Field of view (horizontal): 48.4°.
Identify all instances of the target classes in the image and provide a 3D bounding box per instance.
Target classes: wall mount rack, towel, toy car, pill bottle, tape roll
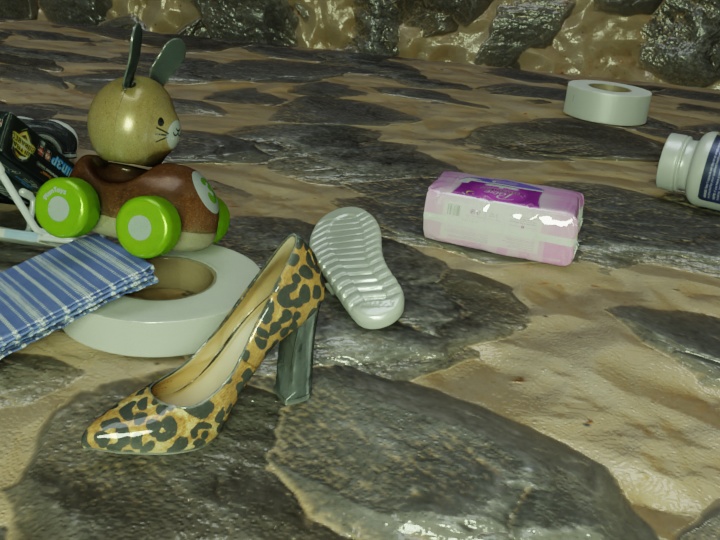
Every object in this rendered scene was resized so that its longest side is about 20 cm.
[{"bbox_3d":[-0.366,-0.069,0.839,0.197,0.076,0.173,5,-4,23],"label":"wall mount rack"},{"bbox_3d":[-0.292,0.029,0.701,0.199,0.024,0.144,-30,34,-32],"label":"towel"},{"bbox_3d":[-0.202,-0.127,0.775,0.155,0.203,0.164,12,8,9],"label":"toy car"},{"bbox_3d":[0.577,-0.152,1.259,0.198,0.121,0.119,18,26,28],"label":"pill bottle"},{"bbox_3d":[-0.194,0.021,0.784,0.199,0.038,0.203,4,22,-2],"label":"tape roll"},{"bbox_3d":[0.591,-0.405,1.926,0.199,0.072,0.203,5,23,-2],"label":"tape roll"}]

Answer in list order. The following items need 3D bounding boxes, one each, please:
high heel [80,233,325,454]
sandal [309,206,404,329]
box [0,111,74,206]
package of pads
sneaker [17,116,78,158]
[{"bbox_3d":[-0.113,0.051,0.593,0.198,0.145,0.071,-14,29,-38],"label":"high heel"},{"bbox_3d":[-0.007,0.002,0.866,0.081,0.050,0.204,-13,38,-5],"label":"sandal"},{"bbox_3d":[-0.423,-0.126,0.925,0.156,0.047,0.200,8,-14,10],"label":"box"},{"bbox_3d":[0.186,-0.070,1.035,0.197,0.077,0.121,12,22,15],"label":"package of pads"},{"bbox_3d":[-0.501,-0.178,1.134,0.197,0.077,0.114,-2,21,-23],"label":"sneaker"}]
